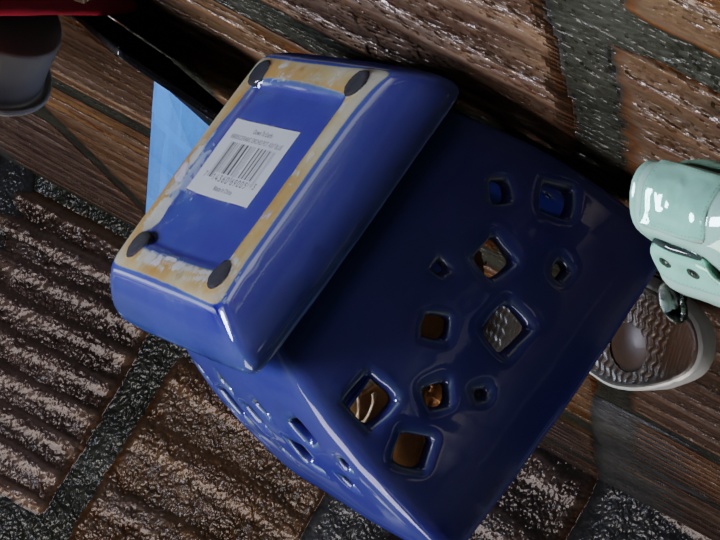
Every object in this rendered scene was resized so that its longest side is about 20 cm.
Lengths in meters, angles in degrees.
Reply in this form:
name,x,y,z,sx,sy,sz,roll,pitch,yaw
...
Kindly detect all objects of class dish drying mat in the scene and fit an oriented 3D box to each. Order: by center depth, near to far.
name,x,y,z,sx,sy,sz,roll,pitch,yaw
dish drying mat,-0.214,-0.165,1.323,0.077,0.018,0.200,26,-164,22

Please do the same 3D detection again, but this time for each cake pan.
name,x,y,z,sx,sy,sz,roll,pitch,yaw
cake pan,-0.261,-0.172,1.362,0.200,0.037,0.200,33,-158,-16

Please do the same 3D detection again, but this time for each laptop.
name,x,y,z,sx,sy,sz,roll,pitch,yaw
laptop,-0.145,-0.078,1.463,0.200,0.116,0.187,33,-176,-36

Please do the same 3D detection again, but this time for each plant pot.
name,x,y,z,sx,sy,sz,roll,pitch,yaw
plant pot,0.000,0.000,1.166,0.180,0.200,0.200,40,170,-27

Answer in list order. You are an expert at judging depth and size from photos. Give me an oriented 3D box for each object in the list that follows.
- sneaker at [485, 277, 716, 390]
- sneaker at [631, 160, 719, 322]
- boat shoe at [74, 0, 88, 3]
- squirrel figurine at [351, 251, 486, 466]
name,x,y,z,sx,sy,sz,roll,pitch,yaw
sneaker,0.164,0.030,1.415,0.085,0.073,0.200,-4,-172,-34
sneaker,0.145,-0.013,0.865,0.118,0.074,0.200,19,173,26
boat shoe,-0.230,-0.192,1.237,0.202,0.075,0.075,32,174,-30
squirrel figurine,0.022,0.051,1.490,0.141,0.187,0.200,-14,166,28
